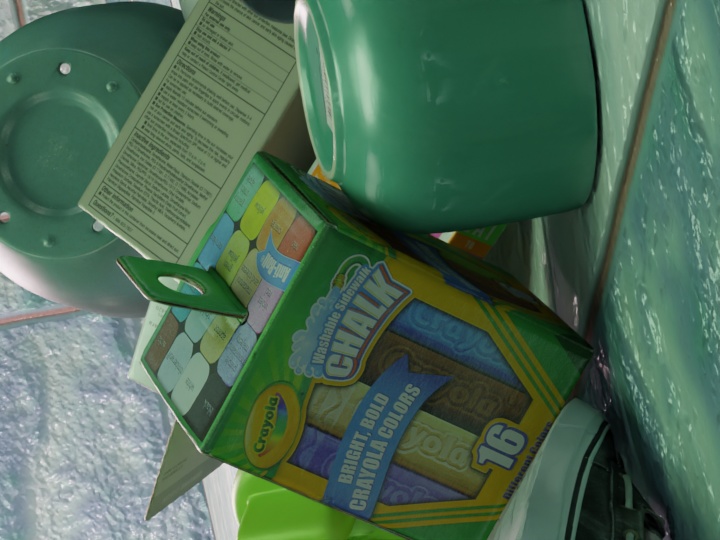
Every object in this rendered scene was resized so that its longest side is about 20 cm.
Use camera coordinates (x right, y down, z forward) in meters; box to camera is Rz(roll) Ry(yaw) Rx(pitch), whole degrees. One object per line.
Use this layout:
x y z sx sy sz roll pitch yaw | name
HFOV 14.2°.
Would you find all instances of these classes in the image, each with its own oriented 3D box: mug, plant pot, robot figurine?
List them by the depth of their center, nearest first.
0.030 -0.108 1.337 0.152 0.114 0.186 99 158 -65 | mug
-0.002 0.100 1.643 0.176 0.115 0.200 56 -143 -28 | robot figurine
-0.161 -0.068 1.762 0.161 0.200 0.201 -7 -93 -79 | plant pot

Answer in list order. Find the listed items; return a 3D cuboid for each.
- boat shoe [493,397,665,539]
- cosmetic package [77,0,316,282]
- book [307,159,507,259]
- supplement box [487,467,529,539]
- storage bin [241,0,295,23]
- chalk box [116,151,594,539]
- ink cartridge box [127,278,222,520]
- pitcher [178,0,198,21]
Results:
0.099 0.122 1.287 0.200 0.071 0.072 -63 -2 -67 | boat shoe
-0.059 -0.090 1.613 0.105 0.200 0.071 37 -173 38 | cosmetic package
0.000 0.000 1.525 0.200 0.048 0.134 -55 35 21 | book
0.071 0.169 1.523 0.126 0.073 0.201 -132 32 -75 | supplement box
-0.022 -0.245 1.485 0.134 0.145 0.201 -95 -1 -64 | storage bin
-0.017 0.031 1.363 0.124 0.200 0.124 -60 26 9 | chalk box
-0.078 0.040 1.785 0.200 0.043 0.174 -34 -31 -58 | ink cartridge box
-0.031 -0.134 1.750 0.172 0.121 0.201 46 -159 -82 | pitcher
